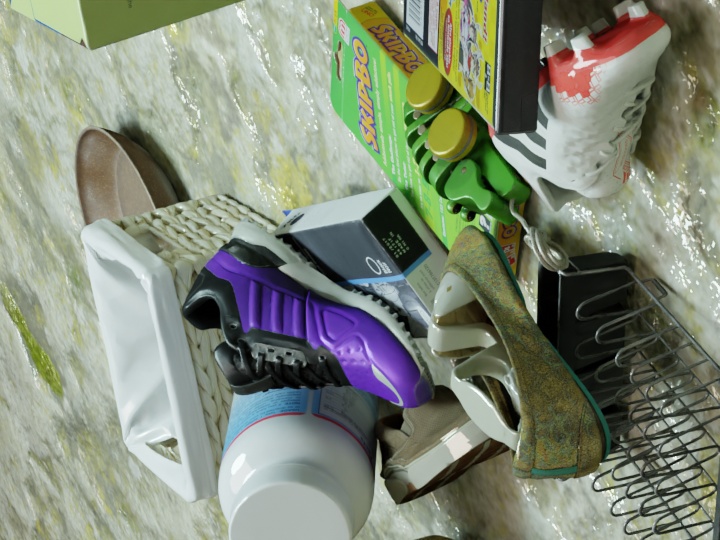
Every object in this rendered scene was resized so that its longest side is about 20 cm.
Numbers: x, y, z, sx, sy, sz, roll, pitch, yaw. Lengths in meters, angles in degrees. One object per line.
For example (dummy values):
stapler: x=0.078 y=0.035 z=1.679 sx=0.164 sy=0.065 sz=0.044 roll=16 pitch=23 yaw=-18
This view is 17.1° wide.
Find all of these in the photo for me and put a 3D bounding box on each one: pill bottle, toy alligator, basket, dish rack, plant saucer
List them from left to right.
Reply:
plant saucer: x=-0.185 y=-0.031 z=2.036 sx=0.200 sy=0.036 sz=0.202 roll=46 pitch=147 yaw=42
basket: x=-0.121 y=0.054 z=1.856 sx=0.135 sy=0.123 sz=0.202 roll=31 pitch=135 yaw=56
pill bottle: x=-0.042 y=0.131 z=1.662 sx=0.200 sy=0.108 sz=0.110 roll=-84 pitch=-14 yaw=-64
toy alligator: x=0.063 y=-0.057 z=1.392 sx=0.054 sy=0.059 sz=0.201 roll=-43 pitch=46 yaw=22
dish rack: x=0.164 y=0.093 z=1.333 sx=0.200 sy=0.054 sz=0.154 roll=-127 pitch=27 yaw=-48

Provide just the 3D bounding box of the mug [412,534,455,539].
mug: x=0.033 y=0.259 z=1.645 sx=0.186 sy=0.152 sz=0.151 roll=10 pitch=118 yaw=63

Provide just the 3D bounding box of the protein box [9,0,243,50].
protein box: x=-0.126 y=-0.271 z=1.503 sx=0.135 sy=0.199 sz=0.200 roll=30 pitch=136 yaw=55

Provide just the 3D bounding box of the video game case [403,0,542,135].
video game case: x=0.060 y=-0.196 z=1.288 sx=0.181 sy=0.025 sz=0.202 roll=-124 pitch=32 yaw=-63

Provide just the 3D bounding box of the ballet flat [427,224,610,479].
ballet flat: x=0.075 y=0.045 z=1.368 sx=0.201 sy=0.070 sz=0.071 roll=-119 pitch=22 yaw=-45

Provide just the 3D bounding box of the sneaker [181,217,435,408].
sneaker: x=-0.041 y=0.053 z=1.595 sx=0.200 sy=0.099 sz=0.070 roll=33 pitch=158 yaw=34

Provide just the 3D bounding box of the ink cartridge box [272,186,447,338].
ink cartridge box: x=0.000 y=0.000 z=1.618 sx=0.100 sy=0.039 sz=0.200 roll=52 pitch=161 yaw=-12

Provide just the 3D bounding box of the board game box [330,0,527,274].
board game box: x=0.039 y=-0.084 z=1.513 sx=0.200 sy=0.030 sz=0.096 roll=49 pitch=151 yaw=34

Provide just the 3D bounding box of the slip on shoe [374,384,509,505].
slip on shoe: x=0.054 y=0.106 z=1.584 sx=0.200 sy=0.076 sz=0.061 roll=129 pitch=119 yaw=-73

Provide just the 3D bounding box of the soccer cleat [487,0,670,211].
soccer cleat: x=0.125 y=-0.084 z=1.284 sx=0.086 sy=0.068 sz=0.200 roll=60 pitch=160 yaw=0
